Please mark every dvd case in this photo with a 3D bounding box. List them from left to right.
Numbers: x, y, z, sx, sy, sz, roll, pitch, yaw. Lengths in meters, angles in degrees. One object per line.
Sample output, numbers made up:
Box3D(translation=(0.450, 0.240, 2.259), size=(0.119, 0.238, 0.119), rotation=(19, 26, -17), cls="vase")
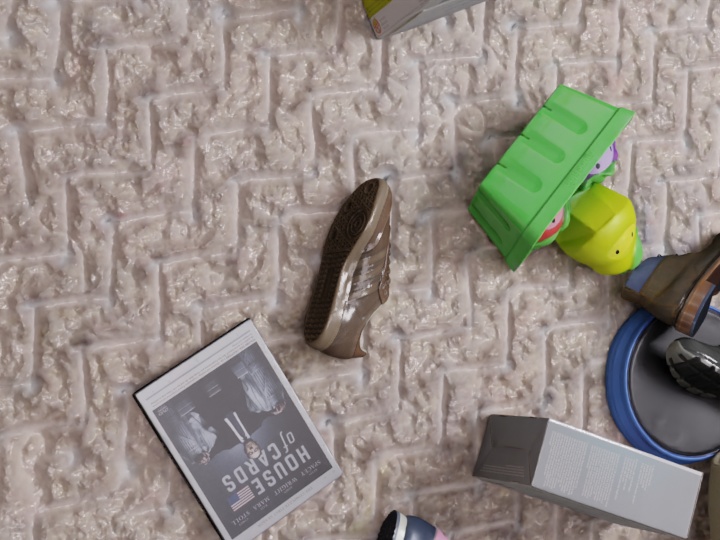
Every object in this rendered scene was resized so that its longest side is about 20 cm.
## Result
Box3D(translation=(-0.129, 0.176, 1.328), size=(0.150, 0.025, 0.201), rotation=(-33, 96, -17), cls="dvd case")

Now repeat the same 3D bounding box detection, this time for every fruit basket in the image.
Box3D(translation=(0.249, -0.077, 1.414), size=(0.213, 0.156, 0.218), rotation=(1, 75, -4), cls="fruit basket")

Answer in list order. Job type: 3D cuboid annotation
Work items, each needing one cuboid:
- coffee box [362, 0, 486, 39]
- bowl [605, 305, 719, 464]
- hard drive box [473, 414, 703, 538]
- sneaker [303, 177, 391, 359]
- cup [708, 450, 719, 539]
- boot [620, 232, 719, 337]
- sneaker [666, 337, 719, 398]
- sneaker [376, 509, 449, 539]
Box3D(translation=(0.098, -0.397, 1.345), size=(0.198, 0.200, 0.200), rotation=(-23, 93, -18), cls="coffee box")
Box3D(translation=(0.391, 0.132, 1.493), size=(0.198, 0.039, 0.203), rotation=(1, 86, -18), cls="bowl")
Box3D(translation=(0.250, 0.228, 1.381), size=(0.198, 0.156, 0.078), rotation=(21, 79, -17), cls="hard drive box")
Box3D(translation=(0.000, 0.000, 1.369), size=(0.075, 0.070, 0.202), rotation=(26, 82, -34), cls="sneaker")
Box3D(translation=(0.484, 0.267, 1.435), size=(0.199, 0.200, 0.144), rotation=(-27, 92, -18), cls="cup")
Box3D(translation=(0.387, -0.006, 1.479), size=(0.096, 0.075, 0.200), rotation=(23, 41, 20), cls="boot")
Box3D(translation=(0.442, 0.117, 1.463), size=(0.199, 0.075, 0.080), rotation=(27, 65, -21), cls="sneaker")
Box3D(translation=(0.044, 0.369, 1.345), size=(0.081, 0.070, 0.202), rotation=(19, 79, -15), cls="sneaker")
